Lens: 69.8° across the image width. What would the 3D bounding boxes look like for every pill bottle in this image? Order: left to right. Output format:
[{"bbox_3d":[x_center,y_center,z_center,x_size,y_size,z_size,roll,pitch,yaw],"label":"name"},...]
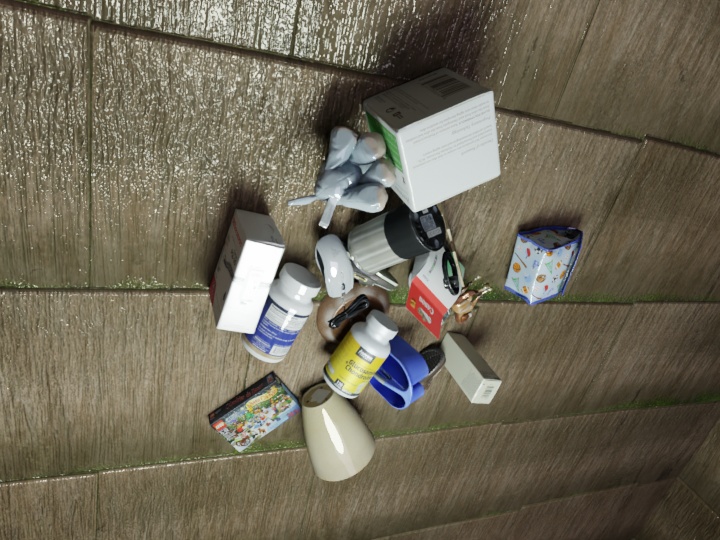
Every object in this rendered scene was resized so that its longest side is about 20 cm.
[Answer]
[{"bbox_3d":[-0.174,0.092,1.142,0.114,0.116,0.202,22,109,-32],"label":"pill bottle"},{"bbox_3d":[0.003,0.198,1.243,0.111,0.112,0.202,25,108,-33],"label":"pill bottle"}]

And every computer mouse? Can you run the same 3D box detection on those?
[{"bbox_3d":[-0.046,0.022,1.113,0.108,0.044,0.204,-26,116,-20],"label":"computer mouse"}]

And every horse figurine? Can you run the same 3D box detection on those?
[{"bbox_3d":[0.281,0.077,1.348,0.132,0.050,0.199,-41,158,10],"label":"horse figurine"}]

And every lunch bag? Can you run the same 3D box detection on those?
[{"bbox_3d":[0.503,-0.020,1.373,0.197,0.124,0.173,-13,126,-33],"label":"lunch bag"}]

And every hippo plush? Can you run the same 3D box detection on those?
[{"bbox_3d":[-0.016,-0.166,1.009,0.158,0.161,0.202,32,92,2],"label":"hippo plush"}]

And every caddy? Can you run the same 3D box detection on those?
[{"bbox_3d":[0.080,0.257,1.313,0.103,0.199,0.144,-13,124,-35],"label":"caddy"}]

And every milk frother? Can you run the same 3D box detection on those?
[{"bbox_3d":[0.102,-0.029,1.106,0.178,0.205,0.186,3,163,-45],"label":"milk frother"}]

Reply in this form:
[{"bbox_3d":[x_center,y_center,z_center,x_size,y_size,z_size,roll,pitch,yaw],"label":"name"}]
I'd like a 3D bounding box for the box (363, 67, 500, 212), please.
[{"bbox_3d":[0.137,-0.260,1.008,0.197,0.200,0.174,-24,127,-6],"label":"box"}]

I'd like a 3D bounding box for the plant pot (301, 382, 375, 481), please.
[{"bbox_3d":[-0.076,0.405,1.357,0.184,0.187,0.203,-24,113,-8],"label":"plant pot"}]

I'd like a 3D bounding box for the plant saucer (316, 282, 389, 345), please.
[{"bbox_3d":[-0.011,0.115,1.279,0.196,0.037,0.204,-12,124,-18],"label":"plant saucer"}]

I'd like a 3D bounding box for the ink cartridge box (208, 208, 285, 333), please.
[{"bbox_3d":[-0.233,-0.001,1.038,0.081,0.147,0.203,12,114,-29],"label":"ink cartridge box"}]

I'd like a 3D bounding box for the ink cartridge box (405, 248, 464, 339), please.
[{"bbox_3d":[0.182,0.036,1.229,0.049,0.203,0.161,-12,140,36],"label":"ink cartridge box"}]

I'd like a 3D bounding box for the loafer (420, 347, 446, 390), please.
[{"bbox_3d":[0.171,0.297,1.458,0.070,0.074,0.200,26,113,-42],"label":"loafer"}]

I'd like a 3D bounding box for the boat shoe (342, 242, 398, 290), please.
[{"bbox_3d":[0.000,0.000,1.192,0.199,0.072,0.061,30,104,-27],"label":"boat shoe"}]

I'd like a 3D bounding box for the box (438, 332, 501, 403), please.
[{"bbox_3d":[0.289,0.261,1.397,0.067,0.201,0.083,11,117,-28],"label":"box"}]

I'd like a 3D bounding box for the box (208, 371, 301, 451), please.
[{"bbox_3d":[-0.266,0.363,1.317,0.198,0.038,0.138,-34,127,-1],"label":"box"}]

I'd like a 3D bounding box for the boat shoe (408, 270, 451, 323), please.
[{"bbox_3d":[0.179,0.059,1.316,0.071,0.072,0.202,-40,133,-15],"label":"boat shoe"}]

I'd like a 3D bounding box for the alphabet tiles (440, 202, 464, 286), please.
[{"bbox_3d":[0.207,-0.065,1.166,0.007,0.202,0.169,-14,128,12],"label":"alphabet tiles"}]
